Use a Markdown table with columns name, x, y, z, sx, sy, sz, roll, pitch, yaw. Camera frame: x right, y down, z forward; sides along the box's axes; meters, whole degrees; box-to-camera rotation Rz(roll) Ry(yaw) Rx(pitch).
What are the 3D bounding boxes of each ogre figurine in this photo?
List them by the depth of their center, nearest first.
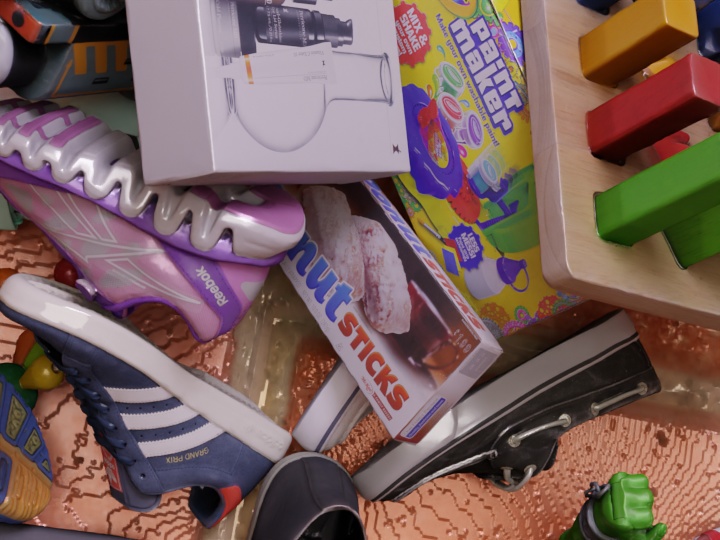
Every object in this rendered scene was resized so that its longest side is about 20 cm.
| name | x | y | z | sx | sy | sz | roll | pitch | yaw |
| --- | --- | --- | --- | --- | --- | --- | --- | --- | --- |
| ogre figurine | 0.135 | 0.221 | 0.761 | 0.097 | 0.120 | 0.202 | -16 | 82 | -7 |

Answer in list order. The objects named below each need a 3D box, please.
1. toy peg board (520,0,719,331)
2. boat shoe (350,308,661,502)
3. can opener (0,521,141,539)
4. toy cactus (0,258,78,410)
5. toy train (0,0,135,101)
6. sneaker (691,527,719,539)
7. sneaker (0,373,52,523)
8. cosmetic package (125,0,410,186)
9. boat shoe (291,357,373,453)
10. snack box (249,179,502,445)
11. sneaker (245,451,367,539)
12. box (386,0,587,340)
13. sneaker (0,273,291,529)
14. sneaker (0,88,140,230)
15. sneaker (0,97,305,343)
| name | x | y | z | sx | sy | sz | roll | pitch | yaw |
| --- | --- | --- | --- | --- | --- | --- | --- | --- | --- |
| toy peg board | 0.189 | -0.081 | 0.675 | 0.199 | 0.098 | 0.201 | 13 | 65 | -33 |
| boat shoe | 0.090 | 0.094 | 0.799 | 0.199 | 0.071 | 0.064 | -27 | 85 | -14 |
| can opener | -0.208 | 0.164 | 0.714 | 0.199 | 0.053 | 0.067 | 15 | 76 | -32 |
| toy cactus | -0.239 | 0.077 | 0.747 | 0.198 | 0.102 | 0.167 | -12 | 93 | -19 |
| toy train | -0.129 | -0.141 | 0.711 | 0.085 | 0.200 | 0.114 | 40 | 117 | 16 |
| sneaker | 0.262 | 0.240 | 0.800 | 0.115 | 0.078 | 0.201 | -24 | 87 | -10 |
| sneaker | -0.246 | 0.073 | 0.678 | 0.088 | 0.076 | 0.200 | -31 | 127 | 23 |
| cosmetic package | -0.046 | -0.144 | 0.666 | 0.150 | 0.051 | 0.202 | -6 | 90 | -54 |
| boat shoe | 0.043 | 0.039 | 0.803 | 0.070 | 0.071 | 0.200 | 40 | 71 | 2 |
| snack box | 0.000 | 0.000 | 0.753 | 0.072 | 0.024 | 0.200 | -49 | 50 | 17 |
| sneaker | -0.042 | 0.206 | 0.730 | 0.074 | 0.106 | 0.202 | 8 | 94 | -8 |
| box | 0.120 | -0.089 | 0.768 | 0.192 | 0.122 | 0.201 | -19 | 83 | -41 |
| sneaker | -0.126 | 0.079 | 0.733 | 0.200 | 0.075 | 0.085 | 39 | 85 | -34 |
| sneaker | -0.193 | -0.042 | 0.751 | 0.199 | 0.074 | 0.119 | -16 | 50 | -13 |
| sneaker | -0.131 | -0.024 | 0.688 | 0.199 | 0.081 | 0.089 | 23 | 111 | 8 |
